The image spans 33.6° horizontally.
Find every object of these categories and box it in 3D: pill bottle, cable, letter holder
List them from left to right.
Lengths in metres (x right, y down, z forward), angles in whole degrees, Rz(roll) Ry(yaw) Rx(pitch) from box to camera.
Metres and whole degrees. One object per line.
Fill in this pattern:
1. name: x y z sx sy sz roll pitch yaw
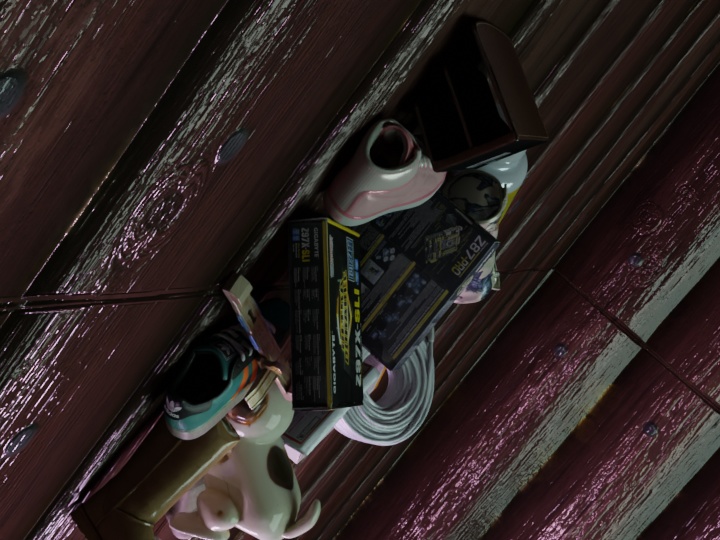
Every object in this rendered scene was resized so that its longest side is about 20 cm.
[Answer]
1. cable: 0.024 0.159 1.784 0.198 0.203 0.069 -2 178 -37
2. letter holder: 0.130 -0.197 1.355 0.100 0.144 0.200 -20 179 19
3. pill bottle: 0.153 -0.122 1.564 0.112 0.112 0.201 -39 164 -35

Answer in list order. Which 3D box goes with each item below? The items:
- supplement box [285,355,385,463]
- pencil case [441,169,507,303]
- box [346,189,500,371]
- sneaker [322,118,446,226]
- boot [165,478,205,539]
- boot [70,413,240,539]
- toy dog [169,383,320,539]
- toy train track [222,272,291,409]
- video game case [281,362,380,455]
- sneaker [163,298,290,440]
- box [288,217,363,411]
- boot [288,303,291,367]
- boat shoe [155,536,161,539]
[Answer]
1. supplement box: -0.049 0.191 1.855 0.200 0.073 0.126 -41 165 -33
2. pencil case: 0.141 -0.041 1.512 0.088 0.078 0.201 -7 146 -5
3. box: 0.043 -0.008 1.421 0.201 0.161 0.049 -52 166 9
4. sneaker: 0.050 -0.122 1.307 0.200 0.075 0.105 -30 162 -45
5. boot: -0.185 0.290 1.659 0.199 0.070 0.147 -19 140 -32
6. boot: -0.209 0.249 1.316 0.200 0.175 0.066 -45 151 -4
7. toy dog: -0.138 0.219 1.443 0.139 0.192 0.202 -7 104 -52
8. toy train track: -0.096 0.078 1.287 0.115 0.032 0.201 -57 144 -28
9. video game case: -0.071 0.165 1.577 0.143 0.017 0.199 -47 -155 -15
10. sneaker: -0.139 0.096 1.310 0.200 0.071 0.080 -49 163 -28
11. box: -0.036 0.051 1.316 0.160 0.049 0.203 25 64 -78
12. boot: -0.078 0.108 1.490 0.073 0.090 0.200 -47 169 -11
13. boat shoe: -0.338 0.430 1.604 0.200 0.071 0.064 -41 165 -3
